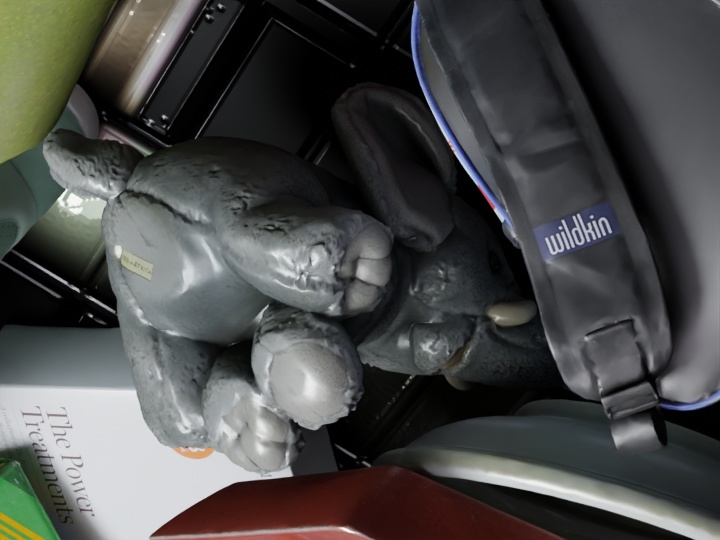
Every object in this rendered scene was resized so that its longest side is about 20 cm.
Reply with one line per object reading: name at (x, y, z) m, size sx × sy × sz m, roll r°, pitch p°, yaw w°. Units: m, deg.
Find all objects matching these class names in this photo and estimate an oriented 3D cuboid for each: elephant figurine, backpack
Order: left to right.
elephant figurine at (0.000, 0.000, 1.005) m, size 0.141 × 0.200 × 0.155 m, roll 0°, pitch 103°, yaw 40°
backpack at (0.120, -0.071, 0.855) m, size 0.200 × 0.154 × 0.191 m, roll -41°, pitch 80°, yaw 16°

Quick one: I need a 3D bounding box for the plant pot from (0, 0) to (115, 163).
plant pot at (-0.158, -0.135, 0.916) m, size 0.200 × 0.200 × 0.184 m, roll 24°, pitch 143°, yaw 0°

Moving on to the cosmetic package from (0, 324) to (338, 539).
cosmetic package at (-0.082, 0.118, 1.168) m, size 0.151 × 0.052 × 0.200 m, roll -1°, pitch 127°, yaw 19°

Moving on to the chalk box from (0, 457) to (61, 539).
chalk box at (-0.188, 0.198, 1.167) m, size 0.124 × 0.125 × 0.200 m, roll 2°, pitch 124°, yaw 56°

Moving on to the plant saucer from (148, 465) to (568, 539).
plant saucer at (0.041, 0.125, 0.986) m, size 0.200 × 0.037 × 0.200 m, roll 25°, pitch 164°, yaw -20°

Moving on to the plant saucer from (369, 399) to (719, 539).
plant saucer at (0.104, 0.092, 0.959) m, size 0.200 × 0.050 × 0.200 m, roll 18°, pitch 164°, yaw 5°

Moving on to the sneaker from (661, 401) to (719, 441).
sneaker at (0.159, 0.049, 1.013) m, size 0.200 × 0.078 × 0.066 m, roll 31°, pitch 108°, yaw -36°

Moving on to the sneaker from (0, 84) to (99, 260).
sneaker at (-0.222, -0.060, 1.030) m, size 0.200 × 0.118 × 0.074 m, roll 18°, pitch 133°, yaw 8°
